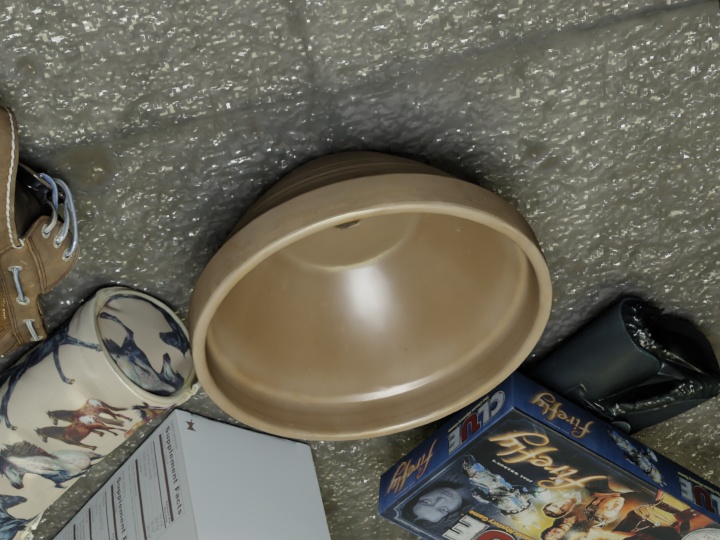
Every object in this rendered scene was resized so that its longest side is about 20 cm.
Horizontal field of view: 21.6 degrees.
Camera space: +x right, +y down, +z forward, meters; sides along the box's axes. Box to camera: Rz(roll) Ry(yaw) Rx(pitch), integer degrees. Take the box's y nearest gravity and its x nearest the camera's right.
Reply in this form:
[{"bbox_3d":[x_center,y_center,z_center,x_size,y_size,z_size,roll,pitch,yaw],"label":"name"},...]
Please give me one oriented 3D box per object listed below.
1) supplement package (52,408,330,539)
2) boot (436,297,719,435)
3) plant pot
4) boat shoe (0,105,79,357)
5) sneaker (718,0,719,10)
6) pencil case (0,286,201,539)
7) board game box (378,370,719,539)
[{"bbox_3d":[-0.122,0.200,1.234,0.114,0.110,0.200,18,130,-34],"label":"supplement package"},{"bbox_3d":[0.170,0.110,1.241,0.168,0.077,0.200,-31,132,25],"label":"boot"},{"bbox_3d":[0.000,0.000,1.051,0.200,0.093,0.201,-8,140,-6],"label":"plant pot"},{"bbox_3d":[-0.187,-0.023,0.994,0.072,0.072,0.200,-5,150,-18],"label":"boat shoe"},{"bbox_3d":[0.216,-0.197,0.912,0.078,0.066,0.200,-18,142,-5],"label":"sneaker"},{"bbox_3d":[-0.180,0.093,1.114,0.089,0.078,0.200,40,119,-21],"label":"pencil case"},{"bbox_3d":[0.130,0.153,1.205,0.200,0.035,0.135,30,129,-22],"label":"board game box"}]
